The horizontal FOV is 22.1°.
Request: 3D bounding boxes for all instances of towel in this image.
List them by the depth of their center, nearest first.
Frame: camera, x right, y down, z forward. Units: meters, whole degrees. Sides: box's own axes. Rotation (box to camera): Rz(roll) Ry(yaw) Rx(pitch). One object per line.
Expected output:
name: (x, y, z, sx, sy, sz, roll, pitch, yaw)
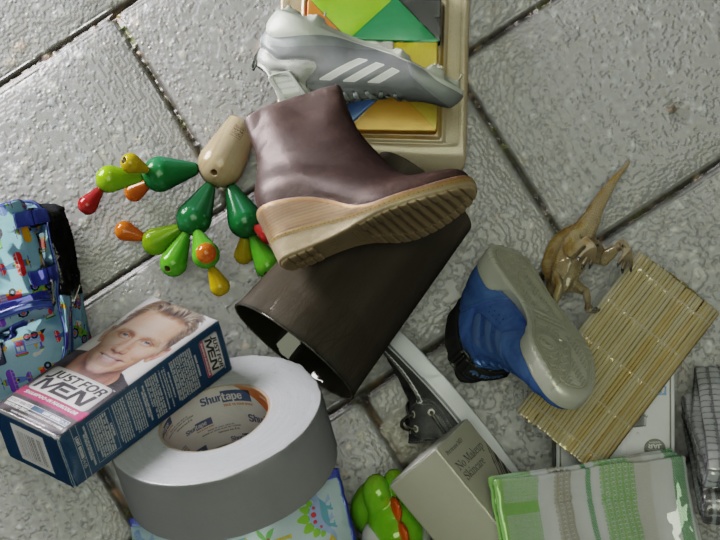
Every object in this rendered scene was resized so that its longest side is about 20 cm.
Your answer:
towel: (0.217, 0.241, 1.640, 0.199, 0.031, 0.150, -4, 73, -25)
towel: (0.381, 0.161, 1.679, 0.165, 0.200, 0.086, -2, 113, 5)

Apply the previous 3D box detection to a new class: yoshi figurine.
yoshi figurine: (0.037, 0.278, 1.740, 0.112, 0.112, 0.201, 0, 104, 41)

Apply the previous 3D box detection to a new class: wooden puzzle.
wooden puzzle: (0.012, -0.195, 1.778, 0.184, 0.037, 0.201, 1, 87, 1)

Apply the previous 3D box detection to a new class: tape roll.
tape roll: (-0.125, 0.159, 1.680, 0.199, 0.200, 0.066, -16, 119, 1)

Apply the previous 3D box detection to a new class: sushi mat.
sushi mat: (0.240, 0.084, 1.712, 0.096, 0.012, 0.200, 36, 78, 12)

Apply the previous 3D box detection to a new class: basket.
basket: (0.000, 0.000, 1.714, 0.136, 0.180, 0.200, 42, 80, -14)

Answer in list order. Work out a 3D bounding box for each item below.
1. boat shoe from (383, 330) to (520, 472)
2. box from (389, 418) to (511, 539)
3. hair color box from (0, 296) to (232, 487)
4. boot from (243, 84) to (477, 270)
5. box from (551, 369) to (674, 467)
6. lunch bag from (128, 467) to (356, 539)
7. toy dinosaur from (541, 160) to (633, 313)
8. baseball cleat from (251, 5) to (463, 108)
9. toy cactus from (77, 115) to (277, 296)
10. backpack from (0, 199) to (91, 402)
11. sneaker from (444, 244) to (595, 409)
boat shoe: (0.074, 0.147, 1.748, 0.066, 0.070, 0.200, -39, 94, -2)
box: (0.124, 0.240, 1.675, 0.068, 0.082, 0.200, -41, 88, 31)
hair color box: (-0.225, 0.107, 1.687, 0.200, 0.100, 0.061, -37, 128, -35)
boot: (-0.005, -0.101, 1.649, 0.199, 0.072, 0.167, -18, 61, 10)
box: (0.239, 0.193, 1.741, 0.116, 0.060, 0.201, 1, 87, 2)
lunch bag: (-0.095, 0.285, 1.711, 0.199, 0.127, 0.171, -14, 87, 11)
toy dinosaur: (0.208, -0.021, 1.739, 0.058, 0.101, 0.201, 28, 91, -28)
baseball cleat: (-0.006, -0.173, 1.735, 0.199, 0.070, 0.107, 24, 90, 13)
toy cactus: (-0.154, -0.074, 1.757, 0.199, 0.102, 0.165, 25, 78, 11)
backpack: (-0.347, 0.046, 1.728, 0.182, 0.135, 0.201, -12, 90, 2)
sneaker: (0.140, 0.080, 1.700, 0.077, 0.200, 0.111, 9, 127, -34)
